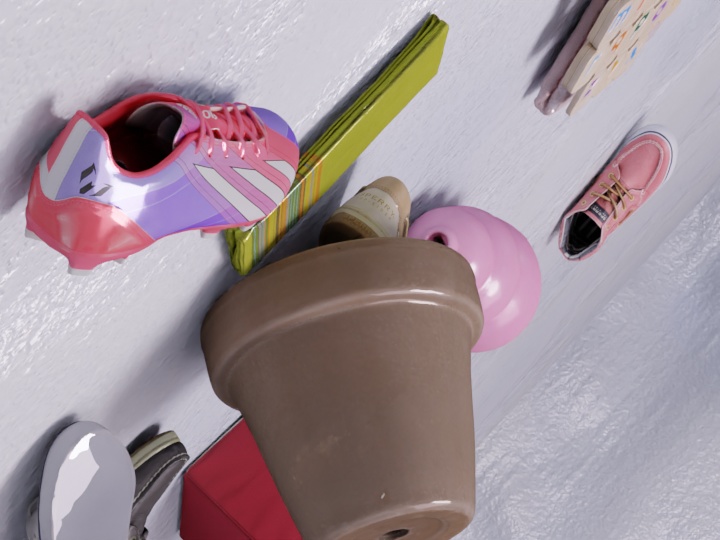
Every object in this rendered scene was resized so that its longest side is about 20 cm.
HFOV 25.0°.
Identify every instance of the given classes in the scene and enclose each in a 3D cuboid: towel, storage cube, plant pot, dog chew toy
[{"bbox_3d":[0.241,-0.241,1.422,0.200,0.032,0.192,-36,161,-46],"label":"towel"},{"bbox_3d":[-0.040,0.211,1.442,0.171,0.179,0.201,-43,165,-24],"label":"storage cube"},{"bbox_3d":[0.003,0.101,1.104,0.198,0.176,0.201,-13,155,-6],"label":"plant pot"},{"bbox_3d":[0.089,0.001,1.421,0.125,0.124,0.200,-49,160,1],"label":"dog chew toy"},{"bbox_3d":[-0.015,-0.080,1.056,0.200,0.018,0.086,-47,173,-14],"label":"towel"}]

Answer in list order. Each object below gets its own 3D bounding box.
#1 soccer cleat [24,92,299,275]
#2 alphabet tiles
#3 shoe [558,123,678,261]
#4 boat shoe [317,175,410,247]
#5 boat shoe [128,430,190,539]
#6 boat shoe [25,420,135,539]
[{"bbox_3d":[-0.083,-0.056,0.788,0.199,0.067,0.077,-26,150,-54],"label":"soccer cleat"},{"bbox_3d":[0.236,-0.221,1.357,0.200,0.015,0.196,-39,163,-42],"label":"alphabet tiles"},{"bbox_3d":[0.319,-0.092,2.025,0.091,0.071,0.201,-44,172,-46],"label":"shoe"},{"bbox_3d":[0.000,0.000,1.206,0.065,0.071,0.200,-51,174,-27],"label":"boat shoe"},{"bbox_3d":[-0.187,0.209,1.190,0.201,0.066,0.072,-49,167,-4],"label":"boat shoe"},{"bbox_3d":[-0.190,0.172,1.077,0.072,0.065,0.201,-37,141,-33],"label":"boat shoe"}]
